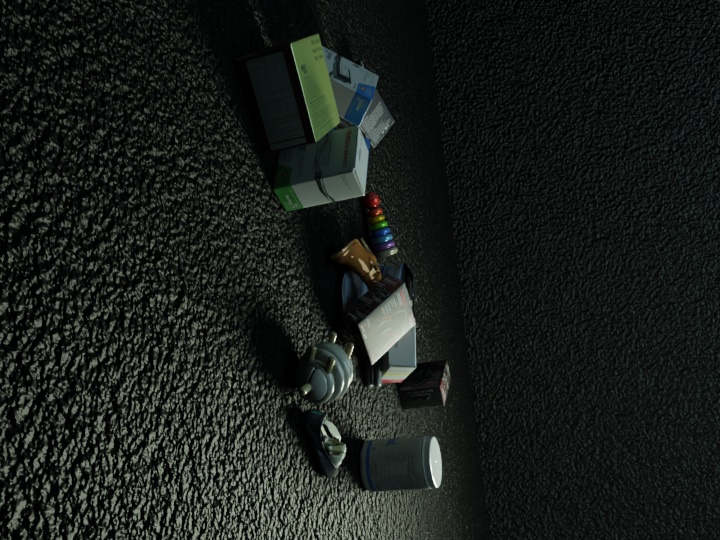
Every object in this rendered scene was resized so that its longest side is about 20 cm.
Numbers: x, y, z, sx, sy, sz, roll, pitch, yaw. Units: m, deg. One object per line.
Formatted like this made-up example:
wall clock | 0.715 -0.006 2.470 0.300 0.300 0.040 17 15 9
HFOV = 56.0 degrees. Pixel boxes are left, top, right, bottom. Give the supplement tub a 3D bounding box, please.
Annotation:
supplement tub | 0.106 0.510 1.783 0.132 0.195 0.136 -9 90 -72

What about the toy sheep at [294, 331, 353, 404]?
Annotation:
toy sheep | -0.079 0.218 1.458 0.199 0.135 0.142 -22 102 -57

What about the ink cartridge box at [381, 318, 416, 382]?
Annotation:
ink cartridge box | 0.100 0.230 1.948 0.201 0.081 0.149 113 -22 -68

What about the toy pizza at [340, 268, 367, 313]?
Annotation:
toy pizza | -0.017 0.095 1.856 0.199 0.031 0.206 -11 91 -70

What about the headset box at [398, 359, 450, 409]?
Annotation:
headset box | 0.217 0.387 2.271 0.200 0.145 0.079 -54 131 -65

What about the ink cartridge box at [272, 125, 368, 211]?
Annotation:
ink cartridge box | -0.085 -0.229 1.519 0.084 0.195 0.150 60 28 -48

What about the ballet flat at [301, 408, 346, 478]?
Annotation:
ballet flat | -0.070 0.387 1.500 0.074 0.071 0.204 -72 149 -54

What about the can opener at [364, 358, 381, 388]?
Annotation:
can opener | 0.042 0.239 1.945 0.067 0.052 0.206 45 42 -60

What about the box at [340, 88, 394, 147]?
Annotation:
box | -0.011 -0.463 1.906 0.105 0.147 0.200 -50 155 -1

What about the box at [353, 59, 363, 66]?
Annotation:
box | 0.005 -0.541 2.196 0.202 0.046 0.197 65 26 -44

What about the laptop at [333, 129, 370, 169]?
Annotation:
laptop | -0.062 -0.346 1.784 0.202 0.113 0.191 62 25 -46

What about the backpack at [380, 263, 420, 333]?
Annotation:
backpack | 0.106 0.081 2.061 0.201 0.150 0.195 63 32 -58

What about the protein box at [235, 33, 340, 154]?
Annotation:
protein box | -0.153 -0.391 1.486 0.199 0.131 0.205 -59 138 -62

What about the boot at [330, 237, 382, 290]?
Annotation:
boot | 0.000 0.000 1.811 0.158 0.076 0.200 61 17 3

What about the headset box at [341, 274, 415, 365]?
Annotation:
headset box | 0.057 0.122 1.783 0.199 0.074 0.151 -39 131 -26

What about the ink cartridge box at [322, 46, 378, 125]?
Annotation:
ink cartridge box | -0.064 -0.470 1.695 0.085 0.196 0.146 -57 -167 38

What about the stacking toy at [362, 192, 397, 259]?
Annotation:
stacking toy | 0.051 -0.143 2.123 0.085 0.083 0.205 -30 105 -71
